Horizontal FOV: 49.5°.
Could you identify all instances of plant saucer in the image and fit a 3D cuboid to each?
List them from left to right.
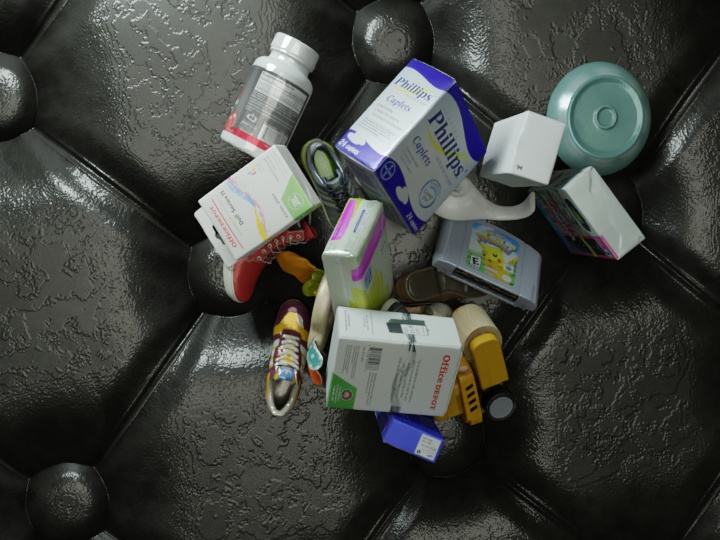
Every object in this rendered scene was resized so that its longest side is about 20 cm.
[{"bbox_3d":[0.434,-0.273,1.400,0.195,0.036,0.205,0,95,-5],"label":"plant saucer"}]

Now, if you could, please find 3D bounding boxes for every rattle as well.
[{"bbox_3d":[-0.103,0.074,1.318,0.141,0.130,0.203,21,77,-9],"label":"rattle"}]

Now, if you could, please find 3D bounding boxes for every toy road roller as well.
[{"bbox_3d":[0.174,0.175,1.349,0.143,0.123,0.203,-18,117,-5],"label":"toy road roller"}]

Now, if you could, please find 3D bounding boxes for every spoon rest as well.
[{"bbox_3d":[0.206,-0.124,1.379,0.196,0.061,0.101,11,61,-3],"label":"spoon rest"}]

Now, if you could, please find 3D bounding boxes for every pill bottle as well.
[{"bbox_3d":[-0.147,-0.286,1.311,0.109,0.111,0.203,26,92,-7],"label":"pill bottle"}]

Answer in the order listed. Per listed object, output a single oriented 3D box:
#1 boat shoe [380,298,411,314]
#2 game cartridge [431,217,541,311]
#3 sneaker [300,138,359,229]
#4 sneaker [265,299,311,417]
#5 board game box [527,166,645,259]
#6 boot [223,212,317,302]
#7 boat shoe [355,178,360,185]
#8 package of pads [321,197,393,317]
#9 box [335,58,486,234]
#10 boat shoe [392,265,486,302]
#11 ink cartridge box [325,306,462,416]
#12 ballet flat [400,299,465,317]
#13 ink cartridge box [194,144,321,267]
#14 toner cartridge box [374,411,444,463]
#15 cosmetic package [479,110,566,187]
[{"bbox_3d":[0.073,0.141,1.335,0.065,0.074,0.203,24,131,31],"label":"boat shoe"},{"bbox_3d":[0.225,-0.021,1.366,0.197,0.135,0.041,24,136,-7],"label":"game cartridge"},{"bbox_3d":[-0.042,-0.135,1.348,0.073,0.081,0.202,-32,97,-1],"label":"sneaker"},{"bbox_3d":[-0.123,0.154,1.362,0.073,0.090,0.204,6,94,-5],"label":"sneaker"},{"bbox_3d":[0.376,-0.098,1.328,0.064,0.200,0.148,-38,96,0],"label":"board game box"},{"bbox_3d":[-0.149,-0.033,1.326,0.142,0.072,0.204,15,93,24],"label":"boot"},{"bbox_3d":[0.051,-0.236,1.354,0.071,0.068,0.202,31,92,-7],"label":"boat shoe"},{"bbox_3d":[0.000,0.000,1.292,0.067,0.156,0.203,5,132,17],"label":"package of pads"},{"bbox_3d":[0.089,-0.200,1.285,0.201,0.104,0.184,-49,141,-8],"label":"box"},{"bbox_3d":[0.150,0.017,1.387,0.196,0.068,0.074,-2,85,-25],"label":"boat shoe"},{"bbox_3d":[0.050,0.147,1.247,0.196,0.084,0.149,7,122,-8],"label":"ink cartridge box"},{"bbox_3d":[0.104,0.090,1.387,0.196,0.068,0.070,-3,94,-5],"label":"ballet flat"},{"bbox_3d":[-0.177,-0.098,1.260,0.198,0.067,0.118,-34,92,13],"label":"ink cartridge box"},{"bbox_3d":[0.078,0.258,1.333,0.094,0.200,0.044,25,95,-6],"label":"toner cartridge box"},{"bbox_3d":[0.267,-0.199,1.309,0.070,0.200,0.103,16,94,-6],"label":"cosmetic package"}]
